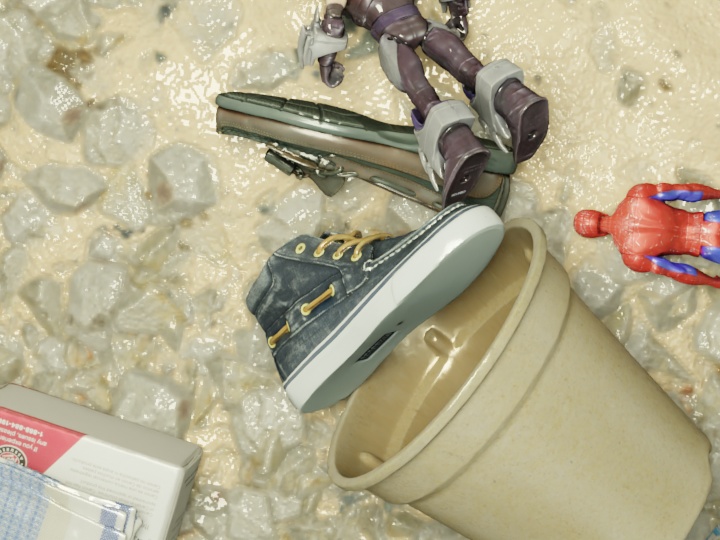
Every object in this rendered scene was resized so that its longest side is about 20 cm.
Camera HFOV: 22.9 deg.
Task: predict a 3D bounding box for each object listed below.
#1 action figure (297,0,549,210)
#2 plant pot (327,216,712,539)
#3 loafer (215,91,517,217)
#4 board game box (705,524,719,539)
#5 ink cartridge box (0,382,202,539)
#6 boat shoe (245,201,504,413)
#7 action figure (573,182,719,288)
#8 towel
[{"bbox_3d":[0.030,-0.140,1.101,0.129,0.070,0.201,-25,63,-17],"label":"action figure"},{"bbox_3d":[0.111,0.102,1.101,0.183,0.201,0.201,38,96,-13],"label":"plant pot"},{"bbox_3d":[0.000,-0.067,1.137,0.198,0.072,0.064,11,102,-1],"label":"loafer"},{"bbox_3d":[0.208,0.241,1.091,0.034,0.200,0.135,36,96,-1],"label":"board game box"},{"bbox_3d":[-0.202,0.192,1.158,0.146,0.086,0.202,18,97,2],"label":"ink cartridge box"},{"bbox_3d":[0.000,0.000,1.100,0.200,0.071,0.091,-44,69,35],"label":"boat shoe"},{"bbox_3d":[0.236,-0.021,1.142,0.198,0.052,0.066,7,90,6],"label":"action figure"},{"bbox_3d":[-0.248,0.179,1.108,0.198,0.024,0.148,21,98,6],"label":"towel"}]
